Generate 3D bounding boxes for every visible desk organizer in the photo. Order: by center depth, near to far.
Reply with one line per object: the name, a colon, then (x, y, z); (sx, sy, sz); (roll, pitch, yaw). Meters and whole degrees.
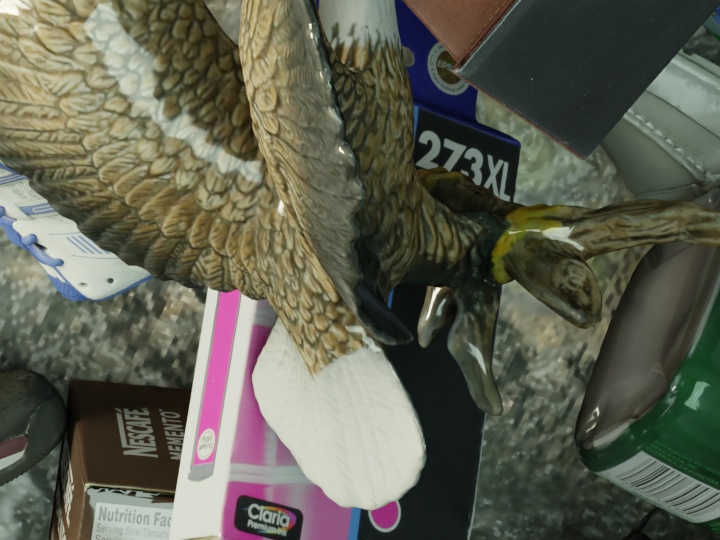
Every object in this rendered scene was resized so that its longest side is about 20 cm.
desk organizer: (0.095, -0.142, 0.760); (0.200, 0.077, 0.072); (-49, 136, 13)

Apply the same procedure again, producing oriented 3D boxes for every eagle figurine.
eagle figurine: (-0.020, -0.041, 0.673); (0.152, 0.151, 0.200); (-37, 141, 24)

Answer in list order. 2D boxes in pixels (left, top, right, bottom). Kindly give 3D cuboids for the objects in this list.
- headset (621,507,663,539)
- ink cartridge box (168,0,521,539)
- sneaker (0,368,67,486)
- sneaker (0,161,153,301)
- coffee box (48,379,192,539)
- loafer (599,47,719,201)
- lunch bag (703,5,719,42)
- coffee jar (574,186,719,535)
headset: (0.121, 0.120, 0.837); (0.123, 0.201, 0.094); (14, 137, -23)
ink cartridge box: (0.000, 0.000, 0.784); (0.094, 0.037, 0.201); (18, 69, -32)
sneaker: (-0.202, 0.030, 0.813); (0.199, 0.076, 0.116); (-11, 104, -6)
sneaker: (-0.099, -0.031, 0.800); (0.199, 0.075, 0.089); (10, 110, -25)
coffee box: (-0.073, 0.151, 0.848); (0.079, 0.114, 0.201); (7, 103, -11)
loafer: (0.126, -0.025, 0.856); (0.199, 0.070, 0.070); (31, 90, -17)
lunch bag: (0.202, -0.137, 0.823); (0.160, 0.082, 0.200); (36, 95, -24)
coffee jar: (0.176, 0.063, 0.811); (0.199, 0.085, 0.105); (30, 61, -13)
